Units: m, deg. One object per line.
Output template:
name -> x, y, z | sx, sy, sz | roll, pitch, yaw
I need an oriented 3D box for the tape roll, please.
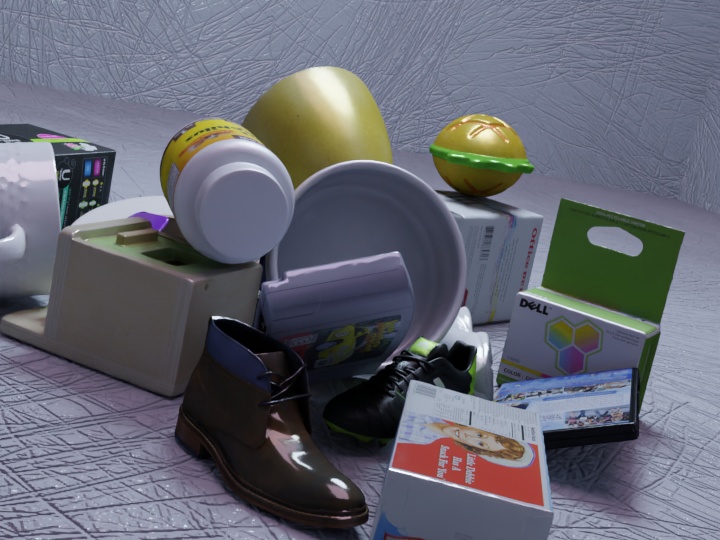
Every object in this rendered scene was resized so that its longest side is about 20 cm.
tape roll -> -0.225, -0.022, 1.210 | 0.198, 0.038, 0.204 | 3, 30, -2

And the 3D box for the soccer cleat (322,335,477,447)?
soccer cleat -> 0.037, 0.101, 0.965 | 0.067, 0.083, 0.198 | 20, 15, 34

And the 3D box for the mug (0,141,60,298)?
mug -> -0.373, -0.038, 1.029 | 0.172, 0.151, 0.200 | -4, 19, -20

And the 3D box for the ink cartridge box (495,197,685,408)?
ink cartridge box -> 0.239, 0.040, 1.153 | 0.146, 0.204, 0.075 | 18, 13, 26

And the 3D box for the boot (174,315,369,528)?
boot -> -0.064, 0.107, 0.798 | 0.198, 0.099, 0.074 | 22, 16, 40

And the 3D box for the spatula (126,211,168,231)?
spatula -> -0.181, -0.018, 1.146 | 0.197, 0.021, 0.057 | 23, 57, 23

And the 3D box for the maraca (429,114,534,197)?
maraca -> 0.159, -0.149, 1.448 | 0.134, 0.109, 0.200 | 4, 12, -4

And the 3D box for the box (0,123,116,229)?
box -> -0.412, -0.098, 1.311 | 0.146, 0.127, 0.199 | 17, 14, 19

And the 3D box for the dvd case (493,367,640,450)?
dvd case -> 0.188, 0.129, 1.021 | 0.140, 0.018, 0.200 | -9, 6, 16

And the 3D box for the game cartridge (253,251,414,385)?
game cartridge -> -0.024, 0.049, 0.919 | 0.131, 0.041, 0.201 | -14, -22, -16

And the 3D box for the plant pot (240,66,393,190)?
plant pot -> -0.037, -0.123, 1.337 | 0.197, 0.202, 0.143 | 2, 36, -38

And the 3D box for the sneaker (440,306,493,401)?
sneaker -> 0.090, 0.091, 1.134 | 0.079, 0.072, 0.200 | -5, 12, -6

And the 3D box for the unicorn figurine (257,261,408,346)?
unicorn figurine -> -0.034, 0.003, 1.171 | 0.136, 0.075, 0.199 | 21, 4, -29

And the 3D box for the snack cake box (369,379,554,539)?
snack cake box -> 0.076, 0.153, 0.808 | 0.113, 0.068, 0.200 | 15, 13, 4

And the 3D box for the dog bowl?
dog bowl -> 0.000, 0.000, 1.077 | 0.196, 0.204, 0.079 | 9, -11, -14

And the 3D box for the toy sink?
toy sink -> -0.210, 0.020, 1.008 | 0.197, 0.114, 0.130 | 17, 12, 21

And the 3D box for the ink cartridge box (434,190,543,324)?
ink cartridge box -> 0.121, -0.020, 1.439 | 0.143, 0.148, 0.198 | 21, 14, 38

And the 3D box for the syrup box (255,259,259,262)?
syrup box -> -0.044, 0.007, 1.306 | 0.197, 0.083, 0.078 | 20, 11, 27

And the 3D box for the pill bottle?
pill bottle -> -0.123, -0.073, 1.008 | 0.107, 0.111, 0.200 | 8, 13, -19
